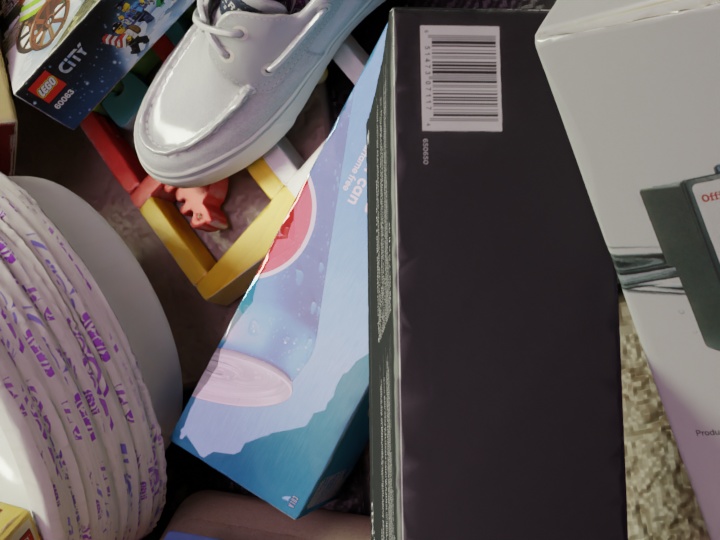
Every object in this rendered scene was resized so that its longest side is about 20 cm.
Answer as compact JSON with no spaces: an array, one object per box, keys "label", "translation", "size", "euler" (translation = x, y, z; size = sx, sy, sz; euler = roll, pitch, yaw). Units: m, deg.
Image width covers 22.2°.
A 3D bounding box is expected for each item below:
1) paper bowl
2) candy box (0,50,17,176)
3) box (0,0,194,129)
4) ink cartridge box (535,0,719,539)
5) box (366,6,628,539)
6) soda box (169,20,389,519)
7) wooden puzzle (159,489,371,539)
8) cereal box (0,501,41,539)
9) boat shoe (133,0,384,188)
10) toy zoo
[{"label":"paper bowl","translation":[-0.156,0.040,0.816],"size":[0.200,0.104,0.202],"euler":[34,140,35]},{"label":"candy box","translation":[-0.215,-0.128,0.900],"size":[0.055,0.116,0.202],"euler":[-10,69,-17]},{"label":"box","translation":[-0.095,-0.180,0.853],"size":[0.200,0.038,0.137],"euler":[-44,41,19]},{"label":"ink cartridge box","translation":[0.141,-0.028,0.603],"size":[0.082,0.147,0.201],"euler":[-8,117,29]},{"label":"box","translation":[0.042,0.026,0.640],"size":[0.078,0.141,0.202],"euler":[0,80,-6]},{"label":"soda box","translation":[0.000,0.000,0.776],"size":[0.067,0.064,0.201],"euler":[30,97,12]},{"label":"wooden puzzle","translation":[-0.037,0.162,0.723],"size":[0.184,0.047,0.201],"euler":[4,44,31]},{"label":"cereal box","translation":[-0.179,0.176,0.809],"size":[0.143,0.040,0.201],"euler":[10,128,31]},{"label":"boat shoe","translation":[-0.037,-0.115,0.798],"size":[0.200,0.068,0.072],"euler":[-39,65,19]},{"label":"toy zoo","translation":[-0.062,-0.078,0.859],"size":[0.131,0.020,0.200],"euler":[-46,63,16]}]
